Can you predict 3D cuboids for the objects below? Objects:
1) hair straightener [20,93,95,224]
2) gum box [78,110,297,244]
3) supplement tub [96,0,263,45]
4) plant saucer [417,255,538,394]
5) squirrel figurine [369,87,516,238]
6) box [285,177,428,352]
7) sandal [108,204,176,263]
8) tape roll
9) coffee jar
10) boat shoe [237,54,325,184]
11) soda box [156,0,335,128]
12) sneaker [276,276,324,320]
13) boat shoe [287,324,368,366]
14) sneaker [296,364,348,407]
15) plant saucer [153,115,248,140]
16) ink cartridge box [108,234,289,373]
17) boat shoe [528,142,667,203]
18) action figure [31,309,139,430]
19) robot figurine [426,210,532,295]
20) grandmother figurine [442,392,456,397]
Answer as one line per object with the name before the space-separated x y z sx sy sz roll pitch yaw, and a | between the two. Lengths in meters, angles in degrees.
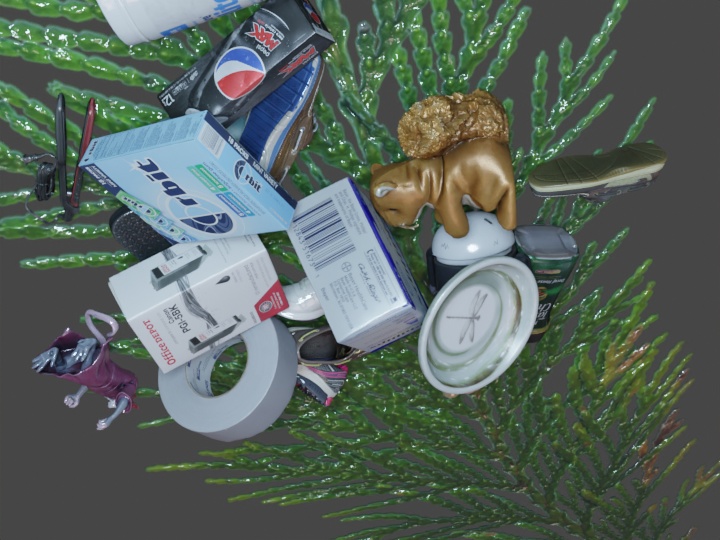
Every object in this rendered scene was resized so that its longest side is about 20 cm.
hair straightener | -0.376 -0.132 1.056 0.077 0.041 0.200 7 135 -20
gum box | -0.203 -0.101 1.016 0.199 0.045 0.170 -4 146 36
supplement tub | -0.163 -0.318 0.858 0.199 0.132 0.132 -19 135 5
plant saucer | 0.148 0.066 1.144 0.200 0.050 0.201 -17 122 -29
squirrel figurine | 0.100 -0.141 1.121 0.186 0.142 0.201 -5 121 5
box | 0.000 0.000 1.121 0.105 0.184 0.200 -27 167 7
sandal | -0.269 -0.026 1.169 0.075 0.048 0.201 -30 137 -4
tape roll | -0.191 0.141 1.242 0.200 0.201 0.066 -27 150 12
coffee jar | 0.259 0.027 1.335 0.104 0.085 0.200 -1 134 -13
boat shoe | -0.094 -0.182 1.054 0.072 0.072 0.200 4 125 -53
soda box | -0.131 -0.230 0.980 0.200 0.063 0.071 -35 175 18
sneaker | -0.048 0.019 1.273 0.199 0.075 0.100 -5 115 -10
boat shoe | -0.030 0.110 1.321 0.199 0.059 0.072 -4 100 -34
sneaker | -0.103 0.130 1.358 0.200 0.081 0.075 46 74 -31
plant saucer | -0.198 -0.118 1.117 0.199 0.027 0.201 -7 134 -7
ink cartridge box | -0.213 0.032 1.158 0.200 0.083 0.147 -28 145 -9
boat shoe | 0.334 -0.126 1.216 0.200 0.072 0.066 -14 130 -8
action figure | -0.395 0.153 1.304 0.149 0.134 0.200 -61 147 -13
robot figurine | 0.172 0.013 1.245 0.150 0.125 0.201 -9 108 6
grandmother figurine | 0.165 0.135 1.436 0.121 0.061 0.200 -23 138 -4
